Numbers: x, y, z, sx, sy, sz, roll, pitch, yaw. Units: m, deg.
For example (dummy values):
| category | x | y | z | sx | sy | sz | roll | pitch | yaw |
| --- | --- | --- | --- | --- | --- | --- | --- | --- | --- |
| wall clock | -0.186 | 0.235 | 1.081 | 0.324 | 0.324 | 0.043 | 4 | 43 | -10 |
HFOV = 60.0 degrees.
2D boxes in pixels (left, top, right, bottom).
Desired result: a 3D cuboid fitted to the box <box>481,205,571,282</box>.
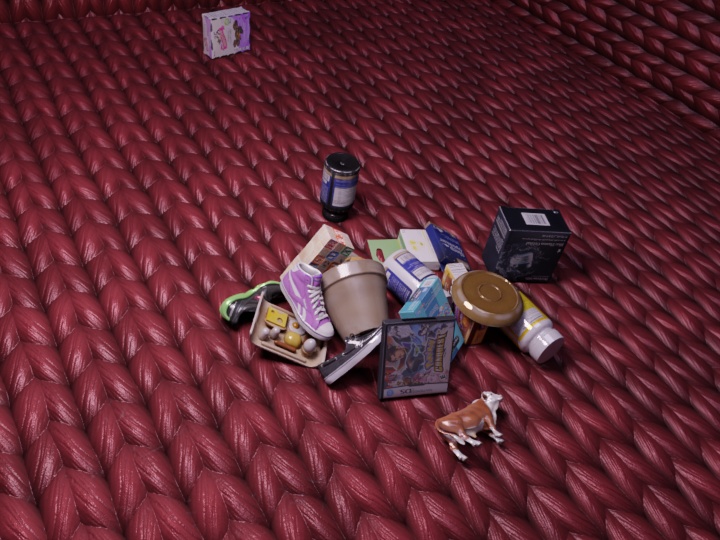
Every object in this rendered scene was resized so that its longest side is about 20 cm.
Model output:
| category | x | y | z | sx | sy | sz | roll | pitch | yaw |
| --- | --- | --- | --- | --- | --- | --- | --- | --- | --- |
| box | 0.493 | -0.076 | 1.871 | 0.194 | 0.201 | 0.118 | 2 | 42 | -10 |

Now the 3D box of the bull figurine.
| category | x | y | z | sx | sy | sz | roll | pitch | yaw |
| --- | --- | --- | --- | --- | --- | --- | --- | --- | --- |
| bull figurine | 0.269 | 0.358 | 1.458 | 0.198 | 0.066 | 0.122 | -17 | 46 | -27 |

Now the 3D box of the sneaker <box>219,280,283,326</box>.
| category | x | y | z | sx | sy | sz | roll | pitch | yaw |
| --- | --- | --- | --- | --- | --- | --- | --- | --- | --- |
| sneaker | -0.271 | 0.090 | 1.630 | 0.199 | 0.077 | 0.084 | -26 | 76 | -34 |

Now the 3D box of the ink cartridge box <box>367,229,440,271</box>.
| category | x | y | z | sx | sy | sz | roll | pitch | yaw |
| --- | --- | --- | --- | --- | --- | --- | --- | --- | --- |
| ink cartridge box | 0.133 | -0.061 | 1.890 | 0.198 | 0.048 | 0.146 | 0 | 44 | -16 |

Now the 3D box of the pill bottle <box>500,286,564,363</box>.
| category | x | y | z | sx | sy | sz | roll | pitch | yaw |
| --- | --- | --- | --- | --- | --- | --- | --- | --- | --- |
| pill bottle | 0.445 | 0.147 | 1.688 | 0.113 | 0.115 | 0.200 | -19 | 51 | -29 |

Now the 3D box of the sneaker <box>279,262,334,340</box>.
| category | x | y | z | sx | sy | sz | roll | pitch | yaw |
| --- | --- | --- | --- | --- | --- | --- | --- | --- | --- |
| sneaker | -0.116 | 0.071 | 1.544 | 0.201 | 0.114 | 0.072 | 52 | 36 | 11 |

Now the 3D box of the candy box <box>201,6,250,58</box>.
| category | x | y | z | sx | sy | sz | roll | pitch | yaw |
| --- | --- | --- | --- | --- | --- | --- | --- | --- | --- |
| candy box | -0.568 | -1.008 | 2.647 | 0.199 | 0.169 | 0.071 | -29 | 54 | -35 |

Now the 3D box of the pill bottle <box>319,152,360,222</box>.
| category | x | y | z | sx | sy | sz | roll | pitch | yaw |
| --- | --- | --- | --- | --- | --- | --- | --- | --- | --- |
| pill bottle | -0.068 | -0.253 | 1.932 | 0.110 | 0.201 | 0.113 | 7 | 43 | -6 |

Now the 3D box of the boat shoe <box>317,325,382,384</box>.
| category | x | y | z | sx | sy | sz | roll | pitch | yaw |
| --- | --- | --- | --- | --- | --- | --- | --- | --- | --- |
| boat shoe | -0.021 | 0.189 | 1.504 | 0.066 | 0.200 | 0.070 | 50 | 7 | 2 |

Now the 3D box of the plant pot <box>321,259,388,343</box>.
| category | x | y | z | sx | sy | sz | roll | pitch | yaw |
| --- | --- | --- | --- | --- | --- | --- | --- | --- | --- |
| plant pot | -0.007 | 0.096 | 1.603 | 0.198 | 0.201 | 0.175 | -8 | 61 | -20 |

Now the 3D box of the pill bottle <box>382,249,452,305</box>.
| category | x | y | z | sx | sy | sz | roll | pitch | yaw |
| --- | --- | --- | --- | --- | --- | --- | --- | --- | --- |
| pill bottle | 0.155 | 0.044 | 1.727 | 0.119 | 0.120 | 0.200 | -24 | 53 | -33 |

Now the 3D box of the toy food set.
| category | x | y | z | sx | sy | sz | roll | pitch | yaw |
| --- | --- | --- | --- | --- | --- | --- | --- | --- | --- |
| toy food set | -0.173 | 0.144 | 1.556 | 0.199 | 0.061 | 0.144 | 26 | 40 | -17 |

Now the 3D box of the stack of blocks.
| category | x | y | z | sx | sy | sz | roll | pitch | yaw |
| --- | --- | --- | --- | --- | --- | --- | --- | --- | --- |
| stack of blocks | -0.106 | -0.016 | 1.650 | 0.115 | 0.200 | 0.059 | 21 | 31 | -41 |

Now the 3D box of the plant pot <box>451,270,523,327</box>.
| category | x | y | z | sx | sy | sz | roll | pitch | yaw |
| --- | --- | --- | --- | --- | --- | --- | --- | --- | --- |
| plant pot | 0.338 | 0.065 | 1.644 | 0.198 | 0.028 | 0.201 | 7 | 43 | -6 |

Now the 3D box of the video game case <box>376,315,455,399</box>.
| category | x | y | z | sx | sy | sz | roll | pitch | yaw |
| --- | --- | --- | --- | --- | --- | --- | --- | --- | --- |
| video game case | 0.133 | 0.208 | 1.494 | 0.179 | 0.202 | 0.026 | -2 | 21 | -15 |

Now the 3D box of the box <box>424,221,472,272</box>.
| category | x | y | z | sx | sy | sz | roll | pitch | yaw |
| --- | --- | --- | --- | --- | --- | --- | --- | --- | --- |
| box | 0.269 | -0.055 | 1.887 | 0.120 | 0.032 | 0.201 | 23 | 35 | -33 |

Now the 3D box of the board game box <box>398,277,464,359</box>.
| category | x | y | z | sx | sy | sz | roll | pitch | yaw |
| --- | --- | --- | --- | --- | --- | --- | --- | --- | --- |
| board game box | 0.183 | 0.144 | 1.580 | 0.047 | 0.201 | 0.151 | -6 | 28 | 39 |

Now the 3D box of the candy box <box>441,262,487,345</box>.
| category | x | y | z | sx | sy | sz | roll | pitch | yaw |
| --- | --- | --- | --- | --- | --- | --- | --- | --- | --- |
| candy box | 0.282 | 0.090 | 1.710 | 0.056 | 0.117 | 0.201 | -5 | 44 | -18 |

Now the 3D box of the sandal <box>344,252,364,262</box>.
| category | x | y | z | sx | sy | sz | roll | pitch | yaw |
| --- | --- | --- | --- | --- | --- | --- | --- | --- | --- |
| sandal | 0.000 | 0.000 | 1.787 | 0.080 | 0.054 | 0.200 | -18 | 50 | -29 |
